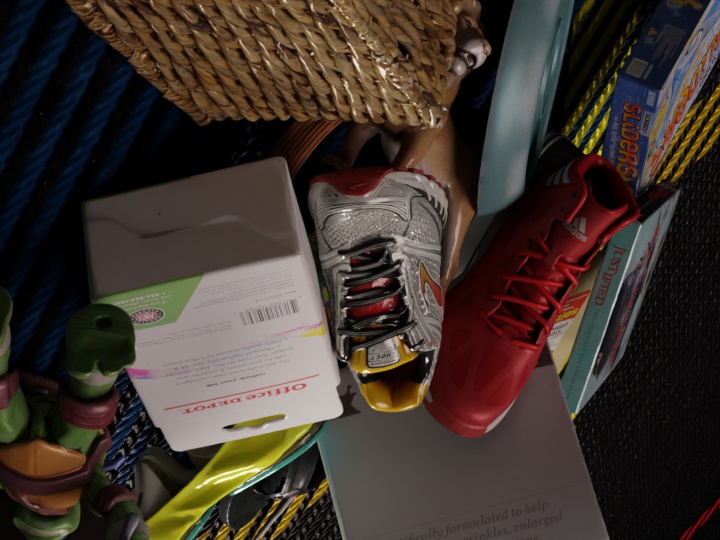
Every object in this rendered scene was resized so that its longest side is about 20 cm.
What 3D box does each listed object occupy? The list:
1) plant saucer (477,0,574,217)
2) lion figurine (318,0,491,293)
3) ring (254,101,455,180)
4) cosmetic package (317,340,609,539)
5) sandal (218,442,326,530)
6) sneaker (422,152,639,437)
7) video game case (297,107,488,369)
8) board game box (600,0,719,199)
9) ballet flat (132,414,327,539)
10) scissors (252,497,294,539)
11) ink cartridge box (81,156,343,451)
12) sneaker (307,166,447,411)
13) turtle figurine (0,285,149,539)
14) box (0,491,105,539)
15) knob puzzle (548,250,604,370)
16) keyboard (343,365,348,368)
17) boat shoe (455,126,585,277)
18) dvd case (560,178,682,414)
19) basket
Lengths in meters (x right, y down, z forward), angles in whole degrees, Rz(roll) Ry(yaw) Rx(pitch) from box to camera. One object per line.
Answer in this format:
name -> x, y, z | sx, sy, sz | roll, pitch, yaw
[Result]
plant saucer -> 0.108, -0.128, 1.122 | 0.200, 0.027, 0.201 | 13, 90, -83
lion figurine -> 0.040, -0.074, 1.085 | 0.123, 0.072, 0.200 | -58, 157, -22
ring -> -0.014, -0.058, 1.133 | 0.200, 0.019, 0.201 | -39, 153, -24
cosmetic package -> 0.068, 0.163, 1.215 | 0.164, 0.165, 0.200 | -15, 152, -1
sandal -> -0.031, 0.111, 1.297 | 0.201, 0.048, 0.075 | -52, 156, 0
sneaker -> 0.104, 0.002, 1.108 | 0.116, 0.078, 0.200 | -48, -164, 56
video game case -> 0.000, 0.000, 1.185 | 0.200, 0.025, 0.181 | -29, 148, -37
board game box -> 0.233, -0.157, 1.331 | 0.200, 0.034, 0.136 | -57, 162, -33
ballet flat -> -0.106, 0.130, 1.162 | 0.200, 0.067, 0.067 | -42, -169, 27
scissors -> -0.034, 0.146, 1.368 | 0.200, 0.014, 0.073 | -48, -156, 33
ink cartridge box -> -0.079, 0.026, 1.023 | 0.117, 0.067, 0.200 | -12, 149, 0
sneaker -> 0.017, 0.011, 1.021 | 0.200, 0.078, 0.082 | 72, 16, -54
turtle figurine -> -0.180, 0.115, 0.939 | 0.200, 0.144, 0.194 | -35, 149, -38
box -> -0.208, 0.255, 1.052 | 0.200, 0.164, 0.166 | -30, 148, -39
knob puzzle -> 0.108, 0.038, 1.325 | 0.219, 0.030, 0.220 | -29, 153, -16
keyboard -> -0.061, 0.116, 1.234 | 0.200, 0.011, 0.056 | -40, 164, 8
boat shoe -> 0.114, -0.011, 1.359 | 0.071, 0.064, 0.200 | -15, 137, -52
dvd case -> 0.191, 0.014, 1.312 | 0.200, 0.022, 0.146 | -30, 139, -71
basket -> -0.043, -0.166, 0.885 | 0.200, 0.149, 0.143 | 40, 56, -65
